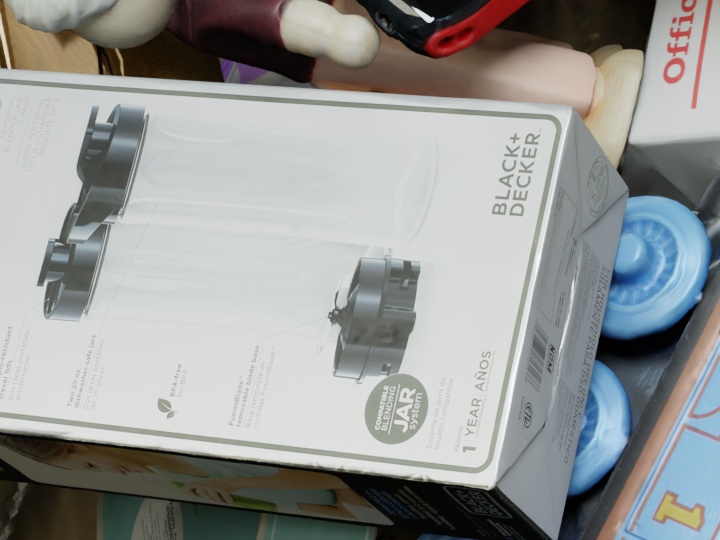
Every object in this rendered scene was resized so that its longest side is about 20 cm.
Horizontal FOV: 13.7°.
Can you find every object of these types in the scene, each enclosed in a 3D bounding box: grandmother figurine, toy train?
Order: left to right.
[{"bbox_3d":[-0.014,-0.074,0.937,0.121,0.199,0.061,166,119,-83],"label":"grandmother figurine"},{"bbox_3d":[0.096,0.068,0.887,0.114,0.087,0.201,23,79,35],"label":"toy train"}]

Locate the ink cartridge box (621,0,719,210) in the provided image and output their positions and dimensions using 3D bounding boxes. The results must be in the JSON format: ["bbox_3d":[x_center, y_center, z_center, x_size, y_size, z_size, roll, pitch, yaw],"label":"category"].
[{"bbox_3d":[0.156,-0.080,0.933,0.199,0.067,0.118,-5,62,36],"label":"ink cartridge box"}]

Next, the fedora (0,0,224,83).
[{"bbox_3d":[-0.129,-0.032,1.011,0.199,0.082,0.202,-1,82,7],"label":"fedora"}]

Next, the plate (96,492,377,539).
[{"bbox_3d":[-0.048,0.067,0.973,0.200,0.025,0.202,-26,59,57],"label":"plate"}]

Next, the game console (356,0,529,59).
[{"bbox_3d":[0.012,-0.173,0.936,0.200,0.031,0.177,43,64,15],"label":"game console"}]

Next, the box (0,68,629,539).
[{"bbox_3d":[-0.032,0.008,0.884,0.199,0.060,0.117,4,71,23],"label":"box"}]

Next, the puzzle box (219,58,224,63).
[{"bbox_3d":[-0.075,-0.146,1.063,0.133,0.200,0.025,-51,37,1],"label":"puzzle box"}]

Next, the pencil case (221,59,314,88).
[{"bbox_3d":[-0.004,-0.137,1.028,0.084,0.085,0.201,-136,50,-73],"label":"pencil case"}]
